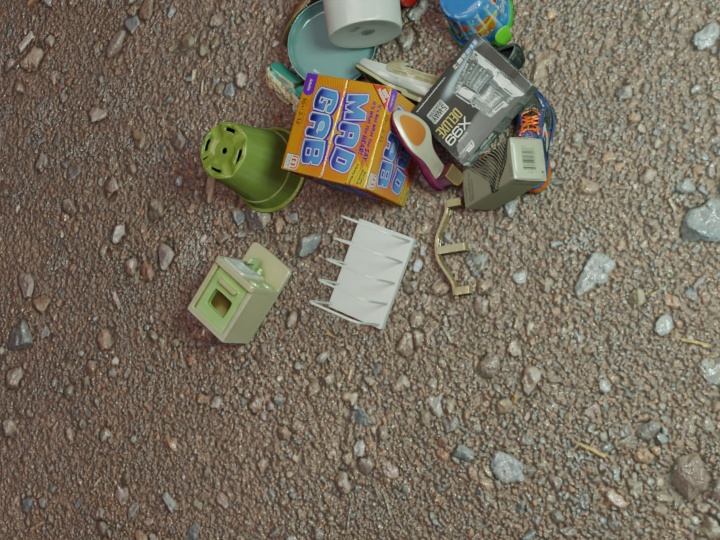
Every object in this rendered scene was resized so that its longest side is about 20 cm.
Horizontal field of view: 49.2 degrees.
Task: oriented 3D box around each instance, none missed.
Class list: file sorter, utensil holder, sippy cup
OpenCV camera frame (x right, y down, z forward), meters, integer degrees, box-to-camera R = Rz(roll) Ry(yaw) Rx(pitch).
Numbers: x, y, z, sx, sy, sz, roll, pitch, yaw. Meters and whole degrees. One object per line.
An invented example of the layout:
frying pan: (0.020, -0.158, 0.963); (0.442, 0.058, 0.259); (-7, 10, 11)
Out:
file sorter: (0.000, 0.000, 1.617); (0.138, 0.124, 0.201); (22, 93, 26)
utensil holder: (-0.001, -0.588, 1.641); (0.169, 0.170, 0.202); (-10, 86, 25)
sippy cup: (0.222, -0.524, 1.565); (0.177, 0.130, 0.141); (11, 88, 28)

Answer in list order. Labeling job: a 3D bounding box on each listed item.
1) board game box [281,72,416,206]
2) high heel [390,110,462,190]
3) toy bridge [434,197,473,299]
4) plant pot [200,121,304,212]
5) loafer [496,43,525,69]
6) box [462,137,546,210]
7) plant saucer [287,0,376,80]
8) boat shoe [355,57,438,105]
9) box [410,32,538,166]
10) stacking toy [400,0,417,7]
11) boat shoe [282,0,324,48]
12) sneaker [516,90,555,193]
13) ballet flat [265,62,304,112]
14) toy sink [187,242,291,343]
board game box: (-0.007, -0.264, 1.609); (0.199, 0.200, 0.202); (16, 91, 27)
high heel: (0.114, -0.235, 1.554); (0.068, 0.200, 0.096); (-58, 24, -16)
toy bridge: (0.184, -0.042, 1.583); (0.067, 0.027, 0.202); (-8, 80, 28)
plant pot: (-0.251, -0.243, 1.736); (0.199, 0.190, 0.202); (-4, 82, 27)
loafer: (0.234, -0.387, 1.575); (0.200, 0.070, 0.068); (-32, 71, 20)
box: (0.264, -0.177, 1.470); (0.200, 0.068, 0.083); (146, 122, -68)
plant saucer: (-0.061, -0.499, 1.737); (0.198, 0.027, 0.202); (-1, 85, 9)
boat shoe: (0.083, -0.406, 1.659); (0.199, 0.075, 0.069); (32, 92, 19)
box: (0.218, -0.327, 1.519); (0.158, 0.050, 0.200); (49, 113, 18)
stacking toy: (0.156, -0.627, 1.649); (0.199, 0.085, 0.086); (-34, 70, 27)
boat shoe: (-0.112, -0.593, 1.785); (0.201, 0.072, 0.068); (-53, 32, 20)
sneaker: (0.331, -0.254, 1.506); (0.075, 0.078, 0.202); (-6, 81, 25)
ballet flat: (-0.145, -0.396, 1.780); (0.200, 0.075, 0.064); (47, 135, 28)
toy sink: (-0.271, 0.044, 1.754); (0.130, 0.112, 0.201); (39, 101, 25)
